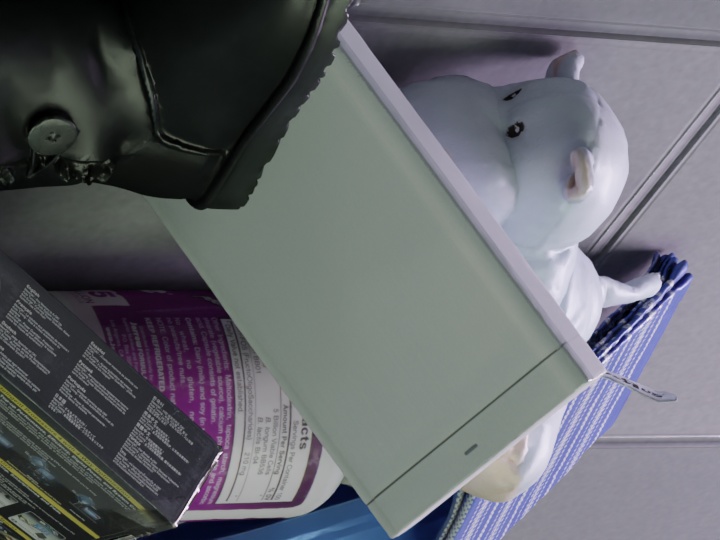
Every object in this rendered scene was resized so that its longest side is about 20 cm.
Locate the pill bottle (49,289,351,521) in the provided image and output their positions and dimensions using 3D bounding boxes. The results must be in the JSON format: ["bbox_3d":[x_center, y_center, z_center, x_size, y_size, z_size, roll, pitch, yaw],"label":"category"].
[{"bbox_3d":[-0.071,0.065,1.432,0.199,0.113,0.112,0,145,-28],"label":"pill bottle"}]

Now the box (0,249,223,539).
[{"bbox_3d":[-0.176,0.042,1.252,0.200,0.049,0.161,42,151,-17],"label":"box"}]

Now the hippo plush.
[{"bbox_3d":[0.066,-0.002,1.347,0.199,0.160,0.161,6,135,-8],"label":"hippo plush"}]

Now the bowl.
[{"bbox_3d":[-0.041,0.143,1.551,0.199,0.040,0.201,-16,180,0],"label":"bowl"}]

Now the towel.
[{"bbox_3d":[0.092,0.084,1.521,0.200,0.024,0.145,-40,161,-41],"label":"towel"}]

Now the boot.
[{"bbox_3d":[-0.103,-0.096,1.188,0.167,0.077,0.201,1,141,-25],"label":"boot"}]

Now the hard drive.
[{"bbox_3d":[0.000,0.000,1.289,0.132,0.200,0.027,-41,171,34],"label":"hard drive"}]
